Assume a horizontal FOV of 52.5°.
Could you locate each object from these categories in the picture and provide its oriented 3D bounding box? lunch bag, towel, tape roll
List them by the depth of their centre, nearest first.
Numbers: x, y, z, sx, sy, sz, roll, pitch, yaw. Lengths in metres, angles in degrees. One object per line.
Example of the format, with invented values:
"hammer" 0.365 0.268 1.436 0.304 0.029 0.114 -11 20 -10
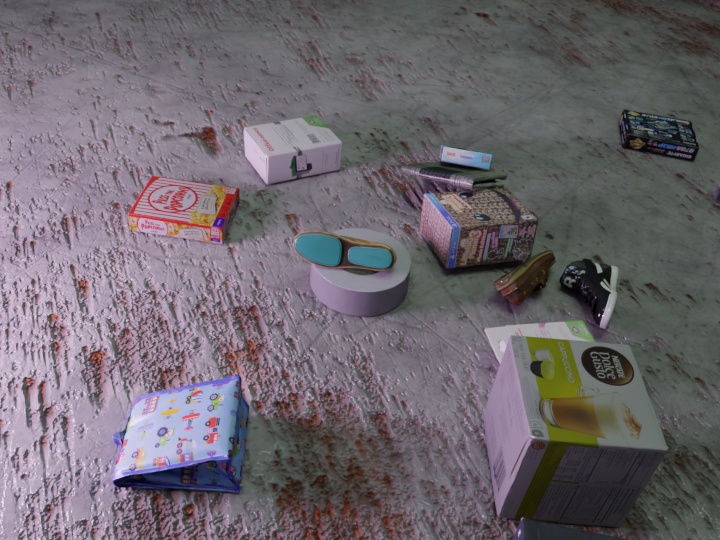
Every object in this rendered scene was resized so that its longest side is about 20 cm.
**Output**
"lunch bag" -0.279 0.250 1.105 0.199 0.094 0.151 -3 42 2
"tape roll" 0.000 0.000 1.454 0.199 0.066 0.201 4 41 -4
"towel" 0.219 -0.218 1.683 0.192 0.035 0.200 16 19 32

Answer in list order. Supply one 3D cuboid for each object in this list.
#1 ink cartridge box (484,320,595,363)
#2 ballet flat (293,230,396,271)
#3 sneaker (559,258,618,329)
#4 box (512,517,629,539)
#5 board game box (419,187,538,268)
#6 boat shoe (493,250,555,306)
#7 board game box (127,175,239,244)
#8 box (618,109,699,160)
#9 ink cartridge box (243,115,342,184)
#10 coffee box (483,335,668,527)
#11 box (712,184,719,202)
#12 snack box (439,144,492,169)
"ink cartridge box" 0.325 0.158 1.313 0.199 0.068 0.117 -2 41 -13
"ballet flat" -0.030 -0.035 1.406 0.199 0.069 0.063 12 12 2
"sneaker" 0.455 0.045 1.475 0.111 0.073 0.200 14 32 13
"box" 0.285 0.446 0.919 0.195 0.124 0.201 12 40 3
"board game box" 0.250 -0.095 1.566 0.199 0.097 0.160 -6 34 -17
"boat shoe" 0.346 0.016 1.497 0.200 0.072 0.068 -28 84 -45
"board game box" -0.374 -0.132 1.566 0.199 0.046 0.152 8 40 1
"box" 0.838 -0.384 2.058 0.199 0.046 0.159 12 40 5
"ink cartridge box" -0.165 -0.294 1.763 0.199 0.085 0.146 -15 44 -25
"coffee box" 0.312 0.242 1.107 0.196 0.201 0.200 5 40 -3
"box" 1.021 -0.187 1.854 0.199 0.044 0.160 30 45 25
"snack box" 0.254 -0.279 1.783 0.115 0.037 0.200 10 12 2
